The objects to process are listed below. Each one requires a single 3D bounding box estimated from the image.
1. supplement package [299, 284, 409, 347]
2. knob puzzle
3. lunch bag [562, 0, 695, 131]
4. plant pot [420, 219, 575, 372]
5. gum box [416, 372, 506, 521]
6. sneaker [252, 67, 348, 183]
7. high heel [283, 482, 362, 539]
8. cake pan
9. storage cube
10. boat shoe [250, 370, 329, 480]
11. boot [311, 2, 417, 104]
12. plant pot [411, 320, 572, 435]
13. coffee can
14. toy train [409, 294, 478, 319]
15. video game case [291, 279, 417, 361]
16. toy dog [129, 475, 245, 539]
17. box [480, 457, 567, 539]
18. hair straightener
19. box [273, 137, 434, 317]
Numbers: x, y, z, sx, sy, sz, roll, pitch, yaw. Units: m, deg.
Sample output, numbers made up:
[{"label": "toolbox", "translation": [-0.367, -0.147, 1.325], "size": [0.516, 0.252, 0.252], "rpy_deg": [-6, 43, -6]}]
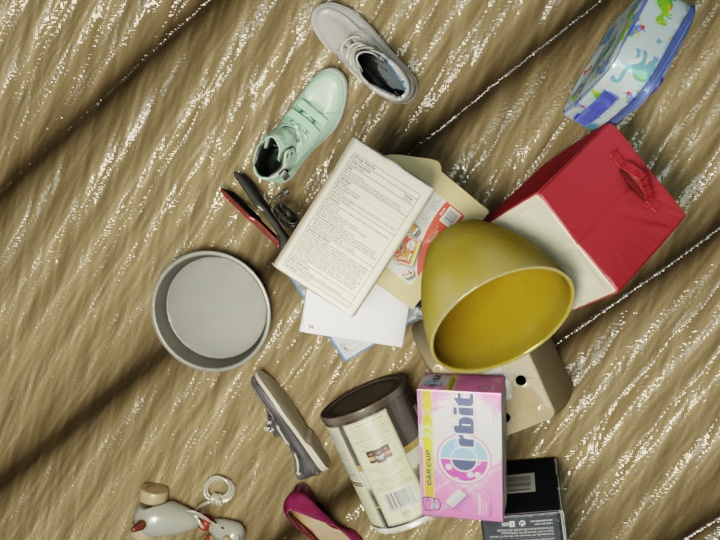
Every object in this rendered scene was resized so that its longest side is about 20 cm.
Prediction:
[{"label": "supplement package", "translation": [0.000, 0.000, 1.309], "size": [0.155, 0.111, 0.200], "rpy_deg": [9, 94, -3]}, {"label": "knob puzzle", "translation": [0.048, -0.075, 1.234], "size": [0.219, 0.030, 0.220], "rpy_deg": [0, 92, 2]}, {"label": "lunch bag", "translation": [0.357, -0.275, 1.178], "size": [0.082, 0.200, 0.161], "rpy_deg": [32, 78, 0]}, {"label": "plant pot", "translation": [0.159, 0.016, 1.146], "size": [0.200, 0.200, 0.142], "rpy_deg": [-34, 50, 12]}, {"label": "gum box", "translation": [0.142, 0.247, 1.201], "size": [0.113, 0.066, 0.200], "rpy_deg": [1, 104, 15]}, {"label": "sneaker", "translation": [-0.088, -0.213, 1.302], "size": [0.074, 0.118, 0.201], "rpy_deg": [34, 102, 2]}, {"label": "high heel", "translation": [-0.057, 0.445, 1.429], "size": [0.067, 0.096, 0.200], "rpy_deg": [-42, 92, 13]}, {"label": "cake pan", "translation": [-0.239, 0.064, 1.416], "size": [0.200, 0.037, 0.201], "rpy_deg": [1, 100, 7]}, {"label": "storage cube", "translation": [0.298, -0.064, 1.208], "size": [0.180, 0.200, 0.171], "rpy_deg": [-41, 93, -28]}, {"label": "boat shoe", "translation": [-0.128, 0.256, 1.418], "size": [0.063, 0.073, 0.200], "rpy_deg": [-33, 99, 9]}, {"label": "boot", "translation": [0.004, -0.323, 1.280], "size": [0.200, 0.096, 0.074], "rpy_deg": [40, 103, 0]}, {"label": "plant pot", "translation": [0.197, 0.155, 1.300], "size": [0.199, 0.177, 0.200], "rpy_deg": [-23, 97, 11]}, {"label": "coffee can", "translation": [0.043, 0.284, 1.361], "size": [0.146, 0.146, 0.200], "rpy_deg": [-23, 97, 11]}, {"label": "toy train", "translation": [0.160, 0.009, 1.284], "size": [0.114, 0.085, 0.200], "rpy_deg": [31, 60, 21]}, {"label": "video game case", "translation": [-0.019, 0.027, 1.388], "size": [0.143, 0.018, 0.200], "rpy_deg": [-32, 95, 13]}, {"label": "toy dog", "translation": [-0.303, 0.427, 1.461], "size": [0.200, 0.096, 0.132], "rpy_deg": [-8, 100, 10]}, {"label": "box", "translation": [0.255, 0.417, 1.328], "size": [0.124, 0.200, 0.197], "rpy_deg": [-8, 99, 11]}, {"label": "hair straightener", "translation": [-0.135, -0.092, 1.328], "size": [0.077, 0.041, 0.200], "rpy_deg": [-51, 57, 12]}, {"label": "box", "translation": [-0.008, -0.056, 1.166], "size": [0.128, 0.109, 0.200], "rpy_deg": [33, 92, 1]}]
